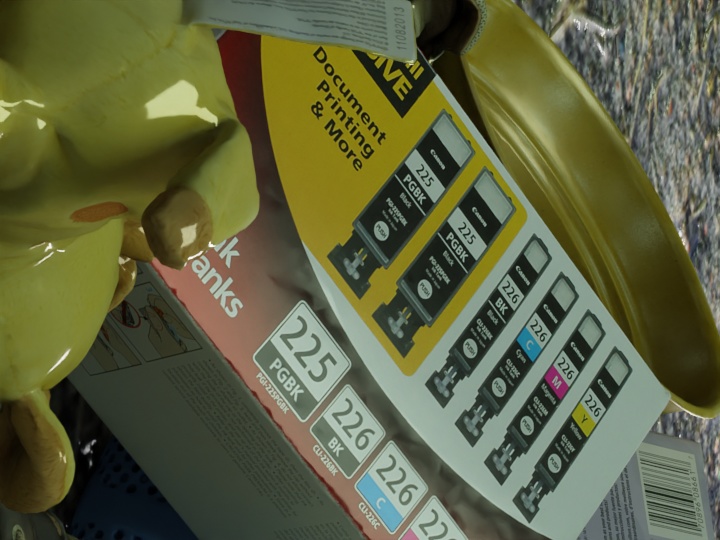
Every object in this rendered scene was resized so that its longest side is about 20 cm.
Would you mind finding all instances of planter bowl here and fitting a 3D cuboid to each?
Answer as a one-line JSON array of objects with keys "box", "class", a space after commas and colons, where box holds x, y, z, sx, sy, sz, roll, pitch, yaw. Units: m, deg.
[{"box": [0.062, -0.011, 1.023, 0.201, 0.083, 0.201, 50, 21, -27], "class": "planter bowl"}]

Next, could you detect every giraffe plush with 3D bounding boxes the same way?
[{"box": [-0.105, -0.034, 0.636, 0.162, 0.199, 0.173, 119, -11, -49], "class": "giraffe plush"}]

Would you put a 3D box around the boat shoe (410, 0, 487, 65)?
[{"box": [0.013, -0.099, 0.942, 0.072, 0.076, 0.201, 73, 34, -42], "class": "boat shoe"}]

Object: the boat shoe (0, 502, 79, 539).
[{"box": [-0.132, 0.148, 0.711, 0.073, 0.074, 0.201, 56, 37, -42], "class": "boat shoe"}]

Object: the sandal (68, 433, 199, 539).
[{"box": [-0.079, 0.134, 0.806, 0.087, 0.079, 0.201, 37, 61, -58], "class": "sandal"}]

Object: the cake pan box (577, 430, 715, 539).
[{"box": [0.056, 0.137, 0.947, 0.183, 0.052, 0.201, 14, 55, -30], "class": "cake pan box"}]

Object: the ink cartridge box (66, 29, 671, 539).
[{"box": [0.000, 0.000, 0.803, 0.200, 0.084, 0.176, 52, 53, -19], "class": "ink cartridge box"}]
